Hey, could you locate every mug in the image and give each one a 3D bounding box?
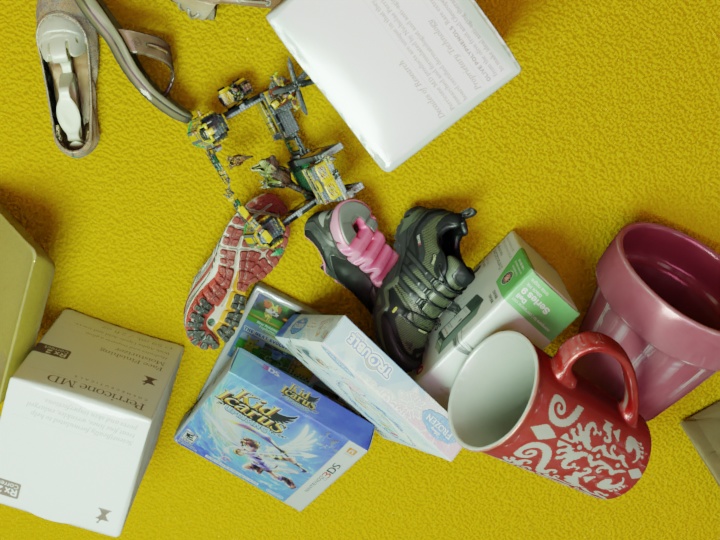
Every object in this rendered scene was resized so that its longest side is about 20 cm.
[{"bbox_3d":[0.224,0.161,1.001,0.199,0.134,0.177,30,149,-28],"label":"mug"}]

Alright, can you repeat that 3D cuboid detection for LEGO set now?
[{"bbox_3d":[-0.090,-0.123,1.039,0.153,0.116,0.201,-26,102,-26],"label":"LEGO set"}]

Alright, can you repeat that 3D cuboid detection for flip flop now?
[{"bbox_3d":[-0.247,-0.250,1.041,0.057,0.081,0.201,-34,105,-1],"label":"flip flop"}]

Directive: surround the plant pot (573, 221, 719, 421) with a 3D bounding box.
[{"bbox_3d":[0.343,0.073,1.102,0.199,0.201,0.180,22,123,-7],"label":"plant pot"}]

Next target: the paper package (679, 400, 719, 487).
[{"bbox_3d":[0.511,0.275,1.163,0.103,0.191,0.201,-32,105,10],"label":"paper package"}]

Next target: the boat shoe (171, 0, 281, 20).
[{"bbox_3d":[-0.176,-0.308,1.022,0.198,0.076,0.072,-2,112,3],"label":"boat shoe"}]

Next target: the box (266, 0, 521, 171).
[{"bbox_3d":[0.034,-0.244,0.977,0.171,0.199,0.200,-37,104,12],"label":"box"}]

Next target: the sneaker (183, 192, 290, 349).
[{"bbox_3d":[-0.158,-0.007,1.126,0.078,0.082,0.201,33,89,-27],"label":"sneaker"}]

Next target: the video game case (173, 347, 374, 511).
[{"bbox_3d":[-0.112,0.206,1.179,0.199,0.046,0.181,31,131,-11],"label":"video game case"}]

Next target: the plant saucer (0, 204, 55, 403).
[{"bbox_3d":[-0.426,0.023,1.105,0.048,0.200,0.201,0,118,-46],"label":"plant saucer"}]

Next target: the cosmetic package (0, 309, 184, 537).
[{"bbox_3d":[-0.326,0.177,1.124,0.164,0.200,0.166,18,109,-7],"label":"cosmetic package"}]

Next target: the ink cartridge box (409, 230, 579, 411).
[{"bbox_3d":[0.149,0.069,1.114,0.084,0.146,0.200,40,105,-13],"label":"ink cartridge box"}]

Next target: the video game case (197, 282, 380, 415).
[{"bbox_3d":[-0.084,0.136,1.204,0.199,0.022,0.183,27,107,-8],"label":"video game case"}]

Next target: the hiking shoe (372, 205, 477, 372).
[{"bbox_3d":[0.078,0.019,1.079,0.075,0.100,0.202,21,75,-42],"label":"hiking shoe"}]

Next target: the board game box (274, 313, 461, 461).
[{"bbox_3d":[0.008,0.131,1.089,0.200,0.199,0.043,44,75,-14],"label":"board game box"}]

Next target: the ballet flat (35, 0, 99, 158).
[{"bbox_3d":[-0.328,-0.224,1.054,0.067,0.067,0.202,-6,109,-2],"label":"ballet flat"}]

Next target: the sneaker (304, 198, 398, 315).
[{"bbox_3d":[0.000,0.000,1.140,0.095,0.079,0.201,-7,126,40],"label":"sneaker"}]
